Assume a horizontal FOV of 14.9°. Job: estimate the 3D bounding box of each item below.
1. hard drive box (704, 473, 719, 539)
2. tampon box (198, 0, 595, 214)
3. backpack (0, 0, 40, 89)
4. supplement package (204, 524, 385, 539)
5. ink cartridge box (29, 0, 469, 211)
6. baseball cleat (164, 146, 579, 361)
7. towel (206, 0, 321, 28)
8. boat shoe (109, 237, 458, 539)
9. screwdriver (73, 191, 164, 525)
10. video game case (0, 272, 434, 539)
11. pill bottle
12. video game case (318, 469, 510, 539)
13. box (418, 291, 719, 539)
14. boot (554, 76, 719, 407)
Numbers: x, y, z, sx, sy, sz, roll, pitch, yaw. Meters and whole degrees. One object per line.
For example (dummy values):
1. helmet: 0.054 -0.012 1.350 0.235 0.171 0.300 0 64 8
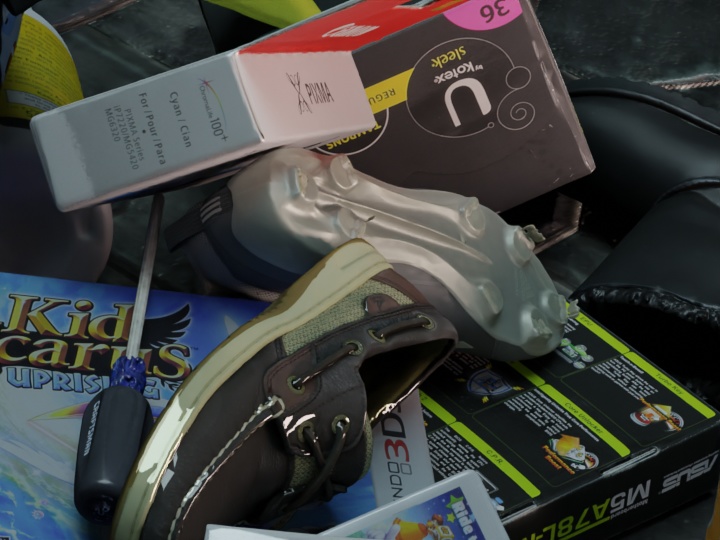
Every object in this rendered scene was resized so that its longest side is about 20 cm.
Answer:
1. hard drive box: 0.227 0.154 1.025 0.200 0.156 0.077 24 39 28
2. tampon box: 0.008 -0.118 1.389 0.150 0.126 0.200 -24 36 3
3. backpack: -0.228 -0.137 1.229 0.200 0.154 0.191 8 41 0
4. supplement package: 0.033 0.206 0.872 0.191 0.147 0.200 4 59 -1
5. ink cartridge box: -0.025 -0.077 1.168 0.176 0.045 0.200 -19 1 14
6. baseball cleat: 0.000 0.000 1.196 0.200 0.106 0.070 27 50 -41
7. towel: -0.092 -0.147 1.223 0.200 0.018 0.086 13 36 -54
8. boat shoe: -0.023 0.056 1.045 0.066 0.072 0.201 27 38 13
9. screwdriver: -0.089 0.025 1.084 0.028 0.029 0.200 14 41 -7
10. video game case: -0.069 0.085 1.084 0.200 0.045 0.181 6 43 -16
11. pill bottle: -0.187 -0.067 1.346 0.111 0.111 0.200 -4 35 -12
12. video game case: -0.014 0.173 0.998 0.200 0.018 0.143 -21 79 -23
13. box: 0.028 0.063 1.236 0.193 0.048 0.200 -20 41 -34
14. boot: 0.143 -0.014 1.349 0.198 0.073 0.162 17 42 21
